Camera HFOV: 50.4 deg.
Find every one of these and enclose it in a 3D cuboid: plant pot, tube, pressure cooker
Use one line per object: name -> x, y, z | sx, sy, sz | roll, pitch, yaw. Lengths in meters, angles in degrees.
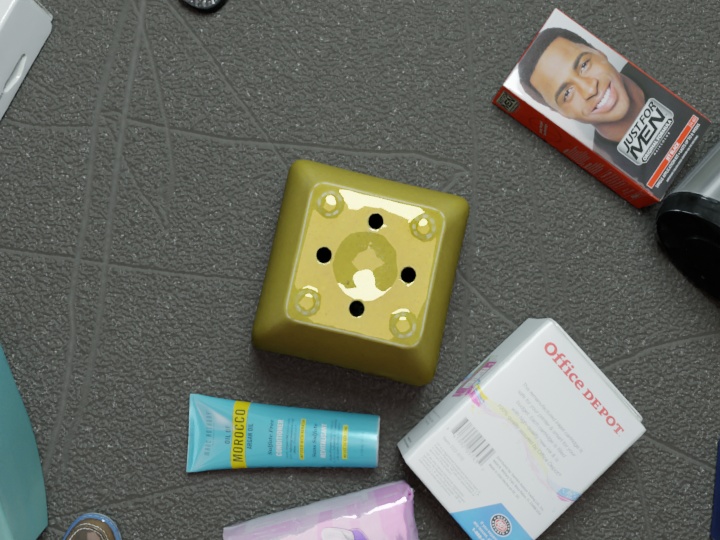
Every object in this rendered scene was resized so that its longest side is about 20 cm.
plant pot -> 0.000, 0.000, 0.713 | 0.192, 0.200, 0.197 | 13, 86, 0
tube -> -0.078, 0.169, 0.780 | 0.197, 0.050, 0.079 | 1, 79, 3
pressure cooker -> 0.413, -0.072, 0.746 | 0.200, 0.178, 0.176 | -44, 129, -4
plant pot -> -0.389, 0.187, 0.721 | 0.140, 0.141, 0.202 | -24, 94, -3

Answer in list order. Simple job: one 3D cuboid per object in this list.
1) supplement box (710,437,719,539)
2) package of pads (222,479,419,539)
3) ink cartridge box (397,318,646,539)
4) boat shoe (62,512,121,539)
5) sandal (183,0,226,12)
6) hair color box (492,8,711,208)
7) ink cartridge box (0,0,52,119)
supplement box -> 0.472, 0.239, 0.759 | 0.197, 0.109, 0.111 | 7, 86, -1
package of pads -> -0.030, 0.290, 0.756 | 0.197, 0.076, 0.122 | -14, 86, -2
ink cartridge box -> 0.157, 0.165, 0.766 | 0.200, 0.085, 0.145 | -42, 89, -3
boat shoe -> -0.282, 0.343, 0.745 | 0.071, 0.072, 0.203 | 12, 86, -1
sandal -> -0.136, -0.373, 0.812 | 0.075, 0.048, 0.202 | 30, 98, -1
hair color box -> 0.249, -0.166, 0.801 | 0.199, 0.061, 0.102 | 35, 87, 1
ink cartridge box -> -0.440, -0.253, 0.770 | 0.198, 0.084, 0.148 | 27, 86, 1
